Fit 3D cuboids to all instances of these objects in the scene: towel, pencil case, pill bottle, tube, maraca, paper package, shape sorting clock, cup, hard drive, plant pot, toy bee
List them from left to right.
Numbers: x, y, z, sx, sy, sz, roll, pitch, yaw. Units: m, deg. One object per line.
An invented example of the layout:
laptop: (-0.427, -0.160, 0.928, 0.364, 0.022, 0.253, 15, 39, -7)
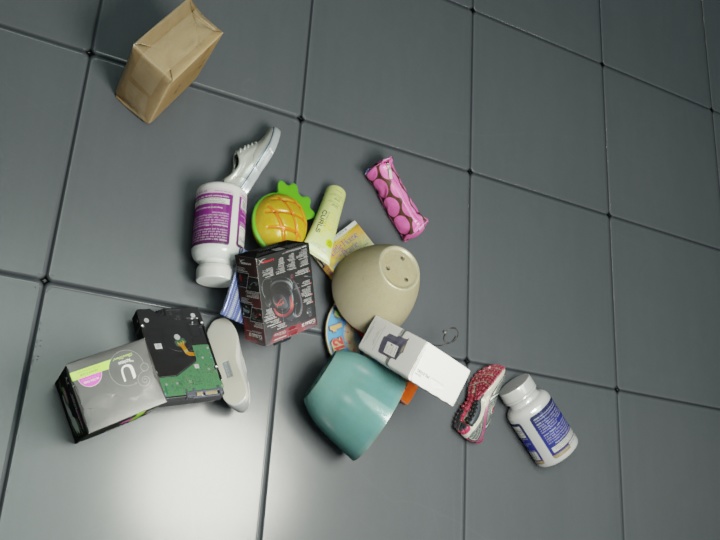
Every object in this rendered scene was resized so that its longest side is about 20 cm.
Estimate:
paper package: (-0.404, -0.437, 1.617, 0.103, 0.199, 0.192, 41, 60, -11)
hard drive: (-0.356, 0.166, 1.505, 0.137, 0.038, 0.202, -1, 53, -39)
pill bottle: (-0.297, -0.072, 1.614, 0.110, 0.112, 0.205, 10, 70, -25)
towel: (-0.202, 0.055, 1.628, 0.199, 0.024, 0.148, 29, 72, -45)
maraca: (-0.169, -0.115, 1.702, 0.137, 0.106, 0.202, 45, 45, -18)
tube: (-0.077, -0.107, 1.750, 0.057, 0.052, 0.203, 6, 51, 13)
plant pot: (-0.023, 0.265, 1.617, 0.160, 0.201, 0.202, 36, 61, -2)
shape sorting clock: (0.007, 0.150, 1.752, 0.196, 0.039, 0.205, 8, 72, -26)
cup: (0.053, 0.022, 1.690, 0.196, 0.143, 0.205, 12, 61, -23)
pencil case: (0.091, -0.174, 1.862, 0.090, 0.093, 0.202, -33, 92, -31)
toy bee: (0.131, 0.208, 1.779, 0.198, 0.108, 0.133, -34, 123, -19)
pill bottle: (0.426, 0.359, 1.864, 0.119, 0.119, 0.202, -35, 93, -31)

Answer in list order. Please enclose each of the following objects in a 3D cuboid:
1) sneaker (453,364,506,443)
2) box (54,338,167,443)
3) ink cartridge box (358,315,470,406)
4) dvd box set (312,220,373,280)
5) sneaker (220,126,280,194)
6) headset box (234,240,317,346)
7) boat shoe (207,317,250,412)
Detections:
sneaker: (0.292, 0.313, 1.838, 0.075, 0.080, 0.202, 44, 67, -26)
box: (-0.455, 0.220, 1.391, 0.146, 0.199, 0.127, -19, 84, -30)
ink cartridge box: (0.110, 0.185, 1.595, 0.144, 0.199, 0.085, 34, 85, -33)
dvd box set: (0.000, 0.000, 1.779, 0.146, 0.029, 0.201, -37, 87, -36)
sneaker: (-0.244, -0.252, 1.719, 0.070, 0.073, 0.203, 35, 62, -18)
headset box: (-0.170, 0.054, 1.588, 0.147, 0.074, 0.205, -20, 110, -43)
boat shoe: (-0.264, 0.195, 1.575, 0.071, 0.069, 0.202, -22, 60, -9)
